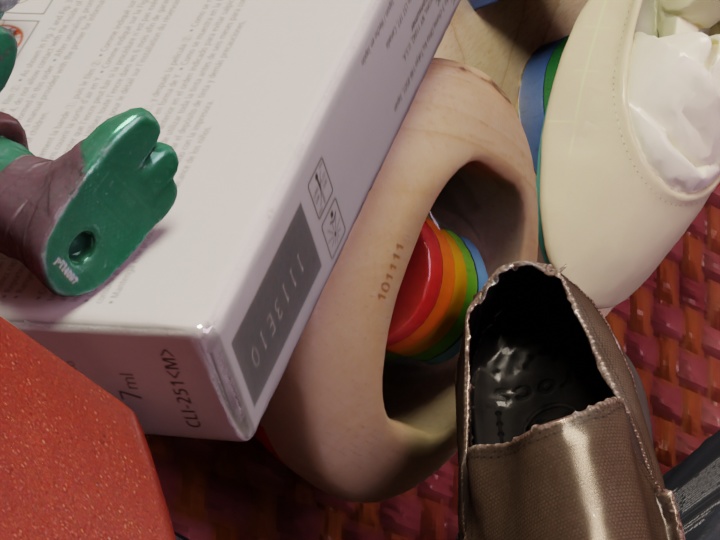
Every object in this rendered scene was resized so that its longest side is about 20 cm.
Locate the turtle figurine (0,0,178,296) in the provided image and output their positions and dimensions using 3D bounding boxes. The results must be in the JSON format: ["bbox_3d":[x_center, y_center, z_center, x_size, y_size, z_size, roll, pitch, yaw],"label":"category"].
[{"bbox_3d":[-0.144,-0.059,0.730,0.149,0.200,0.101,2,111,-48],"label":"turtle figurine"}]

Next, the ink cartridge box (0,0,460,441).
[{"bbox_3d":[-0.079,-0.043,0.790,0.200,0.173,0.044,-65,148,-41],"label":"ink cartridge box"}]

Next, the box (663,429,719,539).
[{"bbox_3d":[0.167,0.153,0.952,0.200,0.124,0.197,48,31,1],"label":"box"}]

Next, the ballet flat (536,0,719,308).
[{"bbox_3d":[0.109,-0.083,0.973,0.069,0.069,0.201,33,60,-35],"label":"ballet flat"}]

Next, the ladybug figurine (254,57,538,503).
[{"bbox_3d":[0.000,0.000,0.888,0.200,0.072,0.136,34,73,-70],"label":"ladybug figurine"}]

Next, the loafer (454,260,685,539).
[{"bbox_3d":[0.054,0.075,0.822,0.201,0.073,0.071,-103,170,-48],"label":"loafer"}]

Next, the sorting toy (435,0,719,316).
[{"bbox_3d":[0.091,-0.118,1.064,0.199,0.069,0.200,57,43,-17],"label":"sorting toy"}]

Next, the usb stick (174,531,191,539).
[{"bbox_3d":[-0.037,0.102,0.801,0.200,0.033,0.056,34,17,-18],"label":"usb stick"}]

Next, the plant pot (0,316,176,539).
[{"bbox_3d":[-0.150,0.094,0.651,0.200,0.199,0.177,37,41,-33],"label":"plant pot"}]
